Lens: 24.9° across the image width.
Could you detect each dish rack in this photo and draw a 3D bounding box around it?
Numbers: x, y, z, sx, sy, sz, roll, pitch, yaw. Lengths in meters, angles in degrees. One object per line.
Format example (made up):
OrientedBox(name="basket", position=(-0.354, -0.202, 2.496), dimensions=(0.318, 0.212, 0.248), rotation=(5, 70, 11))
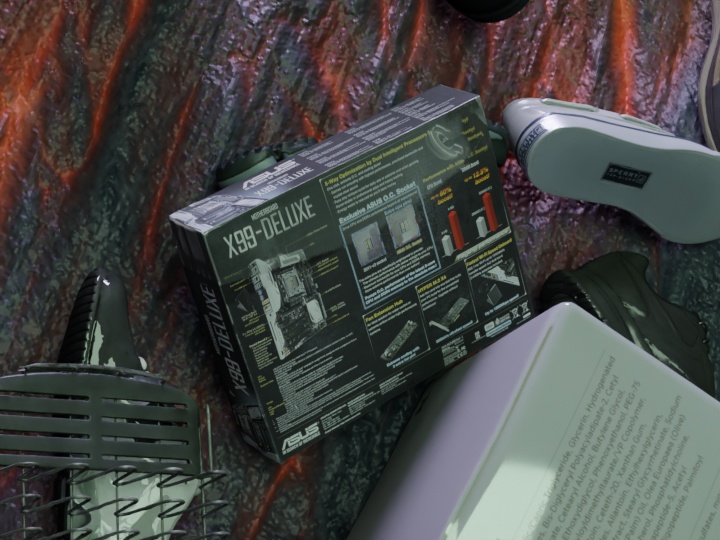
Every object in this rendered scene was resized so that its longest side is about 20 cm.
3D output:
OrientedBox(name="dish rack", position=(-0.127, 0.144, 0.839), dimensions=(0.153, 0.055, 0.201), rotation=(8, 68, -37))

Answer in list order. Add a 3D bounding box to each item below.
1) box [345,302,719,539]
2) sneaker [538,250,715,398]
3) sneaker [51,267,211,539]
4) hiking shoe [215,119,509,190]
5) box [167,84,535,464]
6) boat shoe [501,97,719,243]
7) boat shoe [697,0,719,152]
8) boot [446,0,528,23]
OrientedBox(name="box", position=(0.104, 0.160, 0.937), dimensions=(0.171, 0.199, 0.200), rotation=(34, 65, -7))
OrientedBox(name="sneaker", position=(0.204, 0.073, 1.075), dimensions=(0.091, 0.076, 0.200), rotation=(-28, 87, -32))
OrientedBox(name="sneaker", position=(-0.131, 0.099, 0.941), dimensions=(0.088, 0.074, 0.201), rotation=(2, 83, -20))
OrientedBox(name="hiking shoe", position=(0.005, -0.048, 1.045), dimensions=(0.199, 0.074, 0.087), rotation=(-12, 96, -20))
OrientedBox(name="box", position=(0.000, 0.000, 0.983), dimensions=(0.200, 0.050, 0.158), rotation=(-28, 117, -22))
OrientedBox(name="boat shoe", position=(0.184, -0.076, 1.112), dimensions=(0.200, 0.074, 0.065), rotation=(19, 26, -33))
OrientedBox(name="boat shoe", position=(0.291, -0.154, 1.174), dimensions=(0.074, 0.073, 0.201), rotation=(8, 71, -18))
OrientedBox(name="boot", position=(0.034, -0.270, 1.065), dimensions=(0.168, 0.076, 0.201), rotation=(15, 56, -60))
